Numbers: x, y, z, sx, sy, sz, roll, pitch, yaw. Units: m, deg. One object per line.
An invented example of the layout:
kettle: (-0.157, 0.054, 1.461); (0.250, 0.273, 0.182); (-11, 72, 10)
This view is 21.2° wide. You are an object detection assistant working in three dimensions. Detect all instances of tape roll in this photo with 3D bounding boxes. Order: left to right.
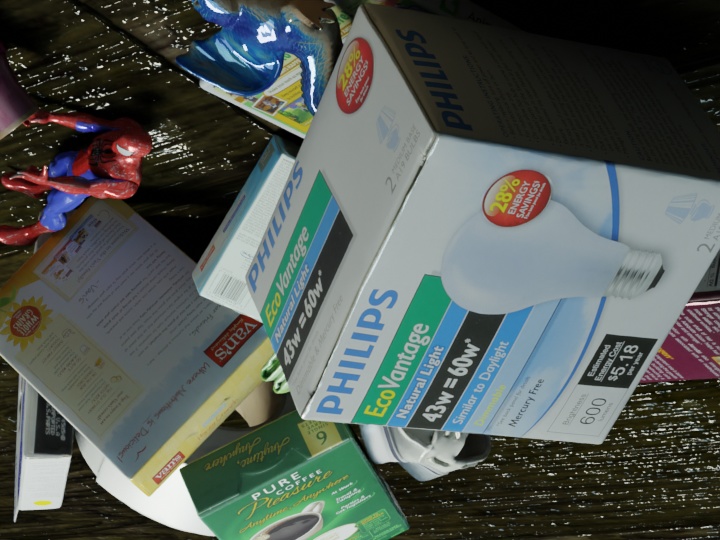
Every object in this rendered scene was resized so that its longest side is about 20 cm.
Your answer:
tape roll: (-0.118, 0.108, 1.494); (0.202, 0.203, 0.071); (18, 129, -10)

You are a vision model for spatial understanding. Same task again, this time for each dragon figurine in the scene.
dragon figurine: (-0.065, -0.137, 1.070); (0.200, 0.059, 0.099); (22, 142, -2)

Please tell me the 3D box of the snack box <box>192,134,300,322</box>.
snack box: (0.000, 0.000, 1.323); (0.200, 0.116, 0.037); (25, -162, -23)

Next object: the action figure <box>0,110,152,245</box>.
action figure: (-0.218, -0.070, 1.328); (0.099, 0.065, 0.200); (15, 159, -34)

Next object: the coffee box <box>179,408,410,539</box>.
coffee box: (-0.043, 0.166, 1.394); (0.123, 0.044, 0.200); (-27, 151, 2)

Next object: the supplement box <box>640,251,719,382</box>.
supplement box: (0.203, 0.012, 1.267); (0.200, 0.086, 0.110); (-7, 149, 38)

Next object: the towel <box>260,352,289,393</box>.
towel: (0.040, 0.006, 1.229); (0.149, 0.031, 0.200); (-5, 143, -48)

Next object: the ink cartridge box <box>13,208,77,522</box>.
ink cartridge box: (-0.244, 0.080, 1.511); (0.047, 0.198, 0.200); (2, 159, -10)

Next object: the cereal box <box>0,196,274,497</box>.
cereal box: (-0.166, 0.047, 1.364); (0.200, 0.144, 0.040); (39, 170, 31)

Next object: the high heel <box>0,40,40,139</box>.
high heel: (-0.280, -0.123, 1.291); (0.096, 0.067, 0.200); (53, 148, -12)

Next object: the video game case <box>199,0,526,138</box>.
video game case: (0.026, -0.112, 1.167); (0.182, 0.022, 0.200); (25, 154, -25)

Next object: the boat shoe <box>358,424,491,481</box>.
boat shoe: (0.049, 0.113, 1.412); (0.066, 0.072, 0.200); (-13, 156, 15)

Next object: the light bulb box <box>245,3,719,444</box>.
light bulb box: (0.070, -0.021, 1.063); (0.200, 0.125, 0.198); (6, 126, -27)
